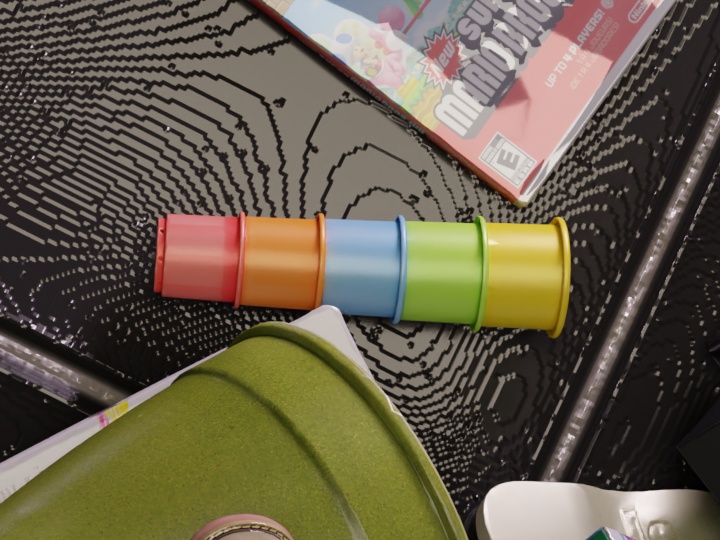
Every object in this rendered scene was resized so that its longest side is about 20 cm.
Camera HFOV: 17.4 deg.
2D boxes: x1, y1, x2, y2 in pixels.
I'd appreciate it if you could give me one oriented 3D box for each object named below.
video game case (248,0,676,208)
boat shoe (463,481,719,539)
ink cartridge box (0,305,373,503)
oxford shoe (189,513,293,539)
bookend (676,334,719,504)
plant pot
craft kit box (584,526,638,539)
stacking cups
[{"bbox_3d":[0.044,-0.147,1.182,0.200,0.017,0.143,37,81,-3],"label":"video game case"},{"bbox_3d":[0.138,0.150,1.149,0.201,0.063,0.074,10,48,-19],"label":"boat shoe"},{"bbox_3d":[-0.080,0.109,1.114,0.199,0.068,0.115,-27,90,-9],"label":"ink cartridge box"},{"bbox_3d":[-0.037,0.190,0.843,0.070,0.074,0.201,-2,98,-19],"label":"oxford shoe"},{"bbox_3d":[0.216,0.135,1.088,0.199,0.092,0.200,52,40,-2],"label":"bookend"},{"bbox_3d":[-0.082,0.147,0.948,0.192,0.200,0.201,-22,88,-29],"label":"plant pot"},{"bbox_3d":[0.084,0.196,0.945,0.200,0.197,0.049,-43,55,19],"label":"craft kit box"},{"bbox_3d":[0.000,0.000,1.140,0.199,0.061,0.061,2,84,-8],"label":"stacking cups"}]
